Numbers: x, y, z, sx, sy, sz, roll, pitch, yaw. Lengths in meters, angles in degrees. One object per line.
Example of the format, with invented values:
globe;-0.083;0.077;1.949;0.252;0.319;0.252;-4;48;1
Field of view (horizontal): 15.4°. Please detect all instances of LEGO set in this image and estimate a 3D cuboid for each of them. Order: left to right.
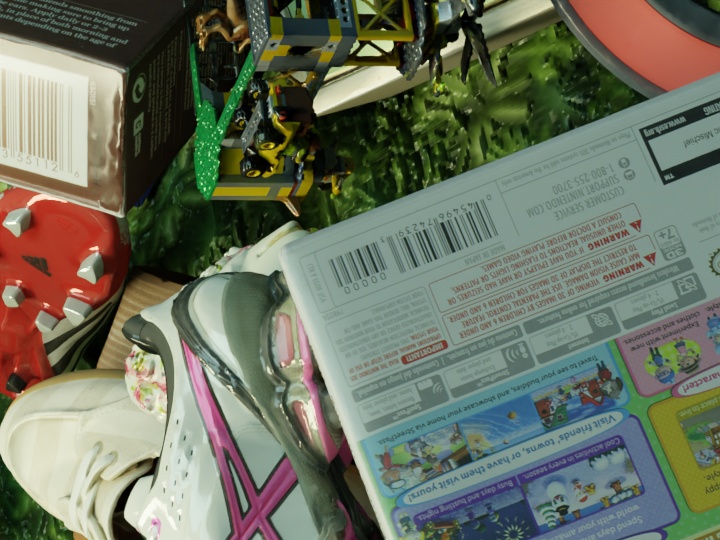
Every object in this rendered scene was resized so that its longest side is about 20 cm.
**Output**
LEGO set;-0.001;-0.123;1.010;0.154;0.115;0.201;114;151;-53

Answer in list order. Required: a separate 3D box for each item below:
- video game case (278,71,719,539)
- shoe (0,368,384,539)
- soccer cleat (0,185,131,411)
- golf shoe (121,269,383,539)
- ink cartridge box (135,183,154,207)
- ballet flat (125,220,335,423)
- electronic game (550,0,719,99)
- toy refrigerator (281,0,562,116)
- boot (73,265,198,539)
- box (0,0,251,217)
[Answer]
video game case;0.094;0.037;0.908;0.199;0.022;0.183;-21;68;-2
shoe;-0.069;0.087;1.054;0.199;0.053;0.070;14;110;28
soccer cleat;-0.133;-0.004;1.167;0.085;0.068;0.200;-60;-1;-30
golf shoe;-0.037;0.100;0.963;0.091;0.073;0.202;-11;75;12
ink cartridge box;-0.150;-0.120;1.287;0.200;0.044;0.094;39;103;43
ballet flat;0.000;0.000;1.028;0.199;0.064;0.076;-19;57;-7
electronic game;0.152;-0.148;0.951;0.198;0.042;0.202;2;102;11
toy refrigerator;0.053;-0.132;1.066;0.199;0.070;0.076;-21;89;38
boot;-0.046;0.095;1.109;0.199;0.076;0.156;17;97;34
box;-0.103;-0.109;1.118;0.099;0.200;0.075;15;126;14
